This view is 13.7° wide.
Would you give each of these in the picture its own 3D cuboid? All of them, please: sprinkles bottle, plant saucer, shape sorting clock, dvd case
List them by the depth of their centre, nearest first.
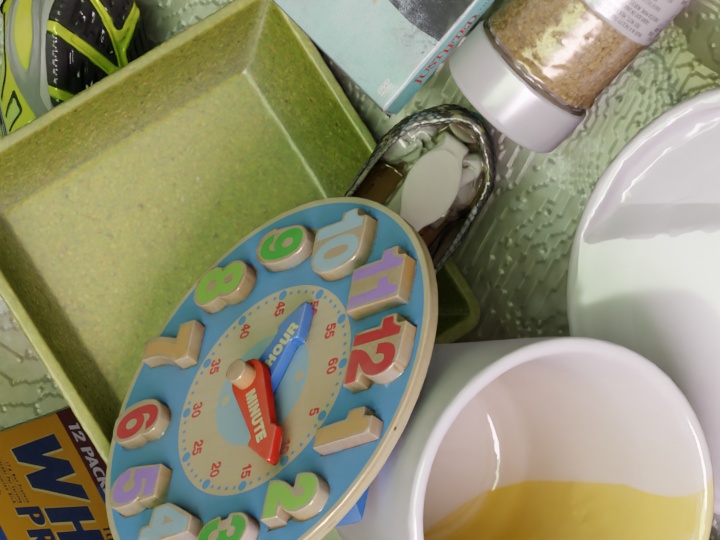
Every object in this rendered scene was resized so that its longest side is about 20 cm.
[{"bbox_3d":[-0.044,0.054,1.352,0.200,0.039,0.200,-26,44,28],"label":"shape sorting clock"},{"bbox_3d":[0.130,-0.146,1.410,0.068,0.068,0.200,46,109,9],"label":"sprinkles bottle"},{"bbox_3d":[-0.006,-0.194,1.458,0.146,0.022,0.200,-48,69,14],"label":"dvd case"},{"bbox_3d":[-0.076,-0.005,1.474,0.199,0.048,0.200,-32,86,-15],"label":"plant saucer"}]

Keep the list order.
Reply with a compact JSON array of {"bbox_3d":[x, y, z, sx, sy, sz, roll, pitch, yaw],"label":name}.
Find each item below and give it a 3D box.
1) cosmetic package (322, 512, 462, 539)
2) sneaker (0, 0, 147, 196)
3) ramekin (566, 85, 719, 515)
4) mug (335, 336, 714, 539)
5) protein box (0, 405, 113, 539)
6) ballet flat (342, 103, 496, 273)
[{"bbox_3d":[0.040,0.193,1.485,0.105,0.071,0.200,-28,86,20],"label":"cosmetic package"},{"bbox_3d":[-0.147,-0.053,1.536,0.076,0.075,0.201,18,109,51],"label":"sneaker"},{"bbox_3d":[0.202,0.009,1.389,0.202,0.094,0.203,3,98,21],"label":"ramekin"},{"bbox_3d":[0.056,0.114,1.360,0.153,0.149,0.187,-167,78,-64],"label":"mug"},{"bbox_3d":[-0.225,0.180,1.513,0.198,0.200,0.135,-28,86,21],"label":"protein box"},{"bbox_3d":[0.000,0.000,1.428,0.072,0.072,0.201,31,74,14],"label":"ballet flat"}]
